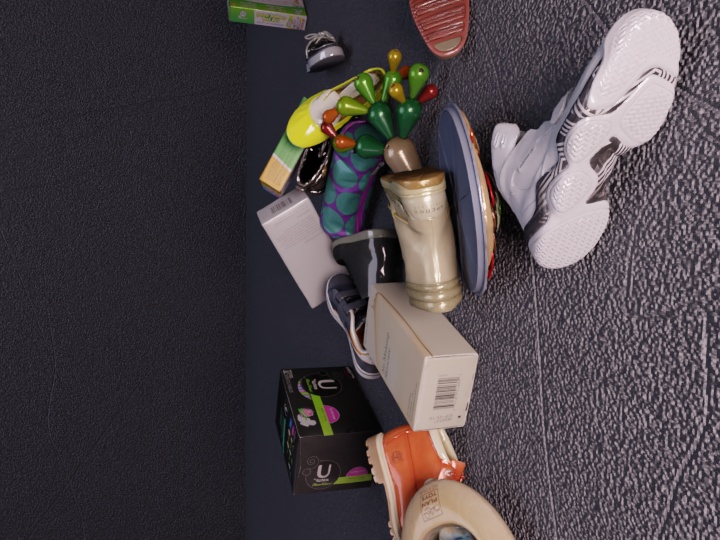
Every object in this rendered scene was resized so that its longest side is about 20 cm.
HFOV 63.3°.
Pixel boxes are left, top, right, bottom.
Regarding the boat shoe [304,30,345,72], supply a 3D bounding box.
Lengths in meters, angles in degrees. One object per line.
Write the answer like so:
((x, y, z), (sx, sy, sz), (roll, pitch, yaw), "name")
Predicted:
((-0.079, -0.455, 1.203), (0.199, 0.072, 0.069), (-123, 21, -74), "boat shoe")

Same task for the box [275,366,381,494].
((-0.066, 0.282, 1.059), (0.200, 0.146, 0.126), (-126, 41, -60), "box")

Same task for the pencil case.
((-0.012, -0.145, 0.982), (0.092, 0.084, 0.202), (46, 142, 23), "pencil case")

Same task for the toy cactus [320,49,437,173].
((0.039, -0.195, 0.809), (0.199, 0.102, 0.167), (-29, 91, 35), "toy cactus")

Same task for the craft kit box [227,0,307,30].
((-0.249, -0.712, 1.524), (0.049, 0.196, 0.200), (111, 154, -47), "craft kit box")

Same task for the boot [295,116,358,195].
((-0.055, -0.218, 1.009), (0.174, 0.068, 0.203), (125, 166, -88), "boot")

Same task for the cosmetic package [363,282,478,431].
((0.070, 0.103, 0.757), (0.200, 0.072, 0.105), (-129, 42, -61), "cosmetic package")

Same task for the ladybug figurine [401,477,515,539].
((0.111, 0.309, 0.588), (0.135, 0.072, 0.202), (-34, 55, 25), "ladybug figurine")

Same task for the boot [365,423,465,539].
((0.085, 0.274, 0.685), (0.075, 0.106, 0.202), (44, -157, -60), "boot")

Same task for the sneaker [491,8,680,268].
((0.161, -0.111, 0.461), (0.116, 0.074, 0.202), (-115, 27, -46), "sneaker")

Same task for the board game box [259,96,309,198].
((-0.123, -0.209, 1.035), (0.155, 0.040, 0.200), (-62, 8, -1), "board game box")

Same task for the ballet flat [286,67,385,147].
((-0.032, -0.261, 0.905), (0.067, 0.199, 0.067), (53, 152, -2), "ballet flat")

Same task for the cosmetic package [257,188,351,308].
((-0.101, -0.042, 1.099), (0.202, 0.101, 0.074), (63, 175, -29), "cosmetic package")

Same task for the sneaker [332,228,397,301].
((0.000, 0.000, 0.962), (0.200, 0.073, 0.108), (160, 110, -70), "sneaker")

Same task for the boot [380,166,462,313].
((0.074, -0.041, 0.698), (0.200, 0.071, 0.158), (-107, 6, -79), "boot")

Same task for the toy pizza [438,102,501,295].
((0.116, -0.075, 0.618), (0.200, 0.031, 0.204), (-10, -90, -89), "toy pizza")

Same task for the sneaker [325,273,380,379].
((0.000, 0.072, 0.966), (0.080, 0.077, 0.202), (105, 146, -51), "sneaker")

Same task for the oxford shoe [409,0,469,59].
((0.092, -0.337, 0.719), (0.075, 0.069, 0.203), (61, -160, -70), "oxford shoe")
